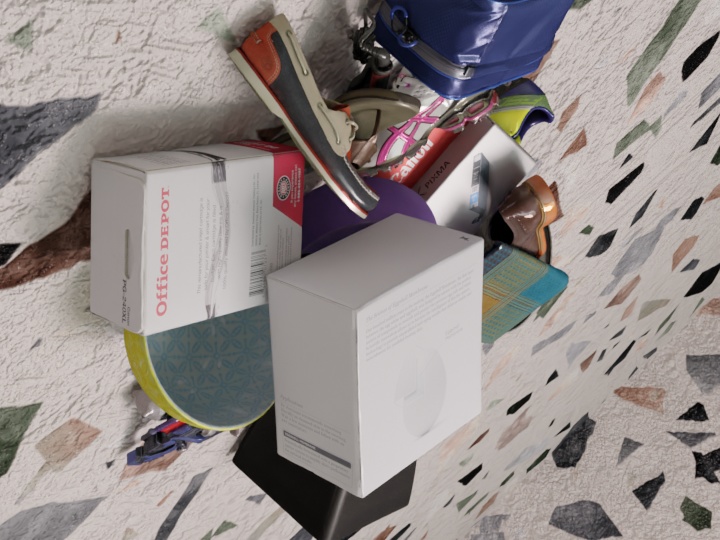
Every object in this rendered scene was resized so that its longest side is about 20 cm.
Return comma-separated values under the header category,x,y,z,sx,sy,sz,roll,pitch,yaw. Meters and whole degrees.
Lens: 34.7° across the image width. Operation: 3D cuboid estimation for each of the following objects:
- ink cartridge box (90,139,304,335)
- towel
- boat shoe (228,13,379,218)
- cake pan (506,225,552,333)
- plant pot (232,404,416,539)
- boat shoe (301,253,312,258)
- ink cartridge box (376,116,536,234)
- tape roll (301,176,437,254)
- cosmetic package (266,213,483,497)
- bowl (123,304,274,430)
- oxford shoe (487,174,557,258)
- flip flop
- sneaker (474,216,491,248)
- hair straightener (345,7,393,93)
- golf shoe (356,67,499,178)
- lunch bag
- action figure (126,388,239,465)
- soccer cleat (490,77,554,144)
category,x,y,z,sx,sy,sz,roll,pitch,yaw
ink cartridge box,-0.148,-0.037,1.058,0.199,0.083,0.148,-14,113,-48
towel,0.163,0.028,1.421,0.146,0.022,0.199,-39,148,20
boat shoe,-0.038,-0.136,1.046,0.062,0.201,0.071,-38,-160,-3
cake pan,0.183,-0.016,1.570,0.036,0.201,0.201,7,129,-31
plant pot,-0.029,0.230,1.624,0.198,0.199,0.179,-12,131,-49
boat shoe,-0.035,0.059,1.237,0.073,0.063,0.203,-22,128,-2
ink cartridge box,0.083,-0.103,1.342,0.200,0.045,0.176,-49,130,10
tape roll,0.000,0.000,1.296,0.197,0.086,0.202,-7,130,-8
cosmetic package,0.019,0.076,1.145,0.198,0.122,0.203,-26,125,-43
bowl,-0.173,0.063,1.183,0.107,0.203,0.199,-6,-174,42
oxford shoe,0.183,-0.050,1.402,0.072,0.072,0.201,-27,159,-9
flip flop,-0.020,-0.122,1.123,0.198,0.058,0.081,-23,159,33
sneaker,0.151,-0.057,1.483,0.087,0.074,0.202,-38,117,-36
hair straightener,0.000,-0.197,1.114,0.040,0.078,0.200,-24,171,-4
golf shoe,0.049,-0.174,1.255,0.198,0.073,0.093,-31,113,-4
lunch bag,0.106,-0.250,1.118,0.199,0.136,0.133,-24,149,-39
action figure,-0.203,0.163,1.386,0.198,0.106,0.192,-26,160,31
soccer cleat,0.152,-0.156,1.400,0.199,0.084,0.065,-39,171,-12
